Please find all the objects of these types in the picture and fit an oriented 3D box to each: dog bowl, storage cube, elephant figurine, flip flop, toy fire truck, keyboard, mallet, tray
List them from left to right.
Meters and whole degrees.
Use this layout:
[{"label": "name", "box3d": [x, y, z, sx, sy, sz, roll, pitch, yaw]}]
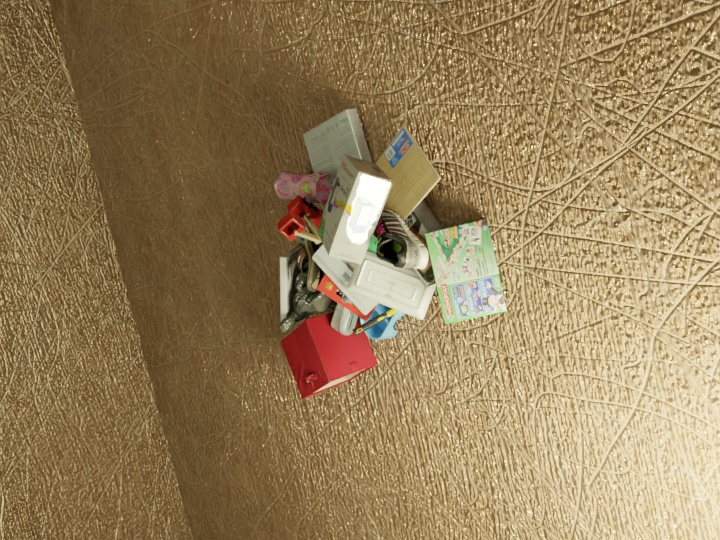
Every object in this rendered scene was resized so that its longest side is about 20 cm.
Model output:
[{"label": "flip flop", "box3d": [-0.139, -0.034, 1.347, 0.057, 0.081, 0.201, -15, 64, 8]}, {"label": "toy fire truck", "box3d": [-0.124, -0.112, 1.277, 0.049, 0.200, 0.142, -38, 46, 21]}, {"label": "elephant figurine", "box3d": [-0.124, 0.069, 1.416, 0.141, 0.199, 0.156, -6, 99, 48]}, {"label": "storage cube", "box3d": [-0.091, 0.229, 1.444, 0.171, 0.199, 0.181, -40, 68, 46]}, {"label": "keyboard", "box3d": [-0.038, 0.021, 1.273, 0.200, 0.011, 0.056, 47, 106, 7]}, {"label": "dog bowl", "box3d": [0.061, 0.102, 1.343, 0.112, 0.049, 0.201, 47, 133, 25]}, {"label": "tray", "box3d": [0.074, 0.033, 1.223, 0.199, 0.022, 0.108, 21, 94, 5]}, {"label": "mallet", "box3d": [0.077, 0.112, 1.252, 0.066, 0.199, 0.041, 53, -179, -1]}]

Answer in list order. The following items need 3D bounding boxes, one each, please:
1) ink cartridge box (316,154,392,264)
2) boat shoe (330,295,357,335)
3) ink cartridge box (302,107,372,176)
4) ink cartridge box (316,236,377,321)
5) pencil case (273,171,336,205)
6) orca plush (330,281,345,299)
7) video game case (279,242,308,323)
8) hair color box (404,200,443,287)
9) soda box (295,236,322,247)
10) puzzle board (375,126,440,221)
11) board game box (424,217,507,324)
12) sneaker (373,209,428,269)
[{"label": "ink cartridge box", "box3d": [-0.018, -0.139, 1.154, 0.201, 0.087, 0.146, -67, 25, 20]}, {"label": "boat shoe", "box3d": [-0.031, 0.067, 1.365, 0.066, 0.073, 0.201, 18, 85, 32]}, {"label": "ink cartridge box", "box3d": [-0.055, -0.290, 1.338, 0.196, 0.043, 0.202, -10, 99, 49]}, {"label": "ink cartridge box", "box3d": [0.000, 0.000, 1.272, 0.160, 0.050, 0.201, 32, 91, 12]}, {"label": "pencil case", "box3d": [-0.142, -0.222, 1.365, 0.199, 0.087, 0.088, 12, 112, 46]}, {"label": "orca plush", "box3d": [-0.043, -0.028, 1.323, 0.201, 0.071, 0.105, -61, 33, 12]}, {"label": "video game case", "box3d": [-0.182, 0.027, 1.486, 0.024, 0.182, 0.202, 9, 113, 16]}, {"label": "hair color box", "box3d": [0.139, -0.074, 1.191, 0.201, 0.060, 0.099, 57, 135, 16]}, {"label": "soda box", "box3d": [-0.117, -0.098, 1.450, 0.199, 0.067, 0.064, 28, 121, 38]}, {"label": "puzzle board", "box3d": [0.083, -0.197, 1.159, 0.200, 0.017, 0.151, -48, 62, 42]}, {"label": "board game box", "box3d": [0.223, 0.002, 1.095, 0.133, 0.029, 0.202, -12, 95, 10]}, {"label": "sneaker", "box3d": [0.061, -0.071, 1.129, 0.200, 0.087, 0.074, 49, 132, 35]}]
